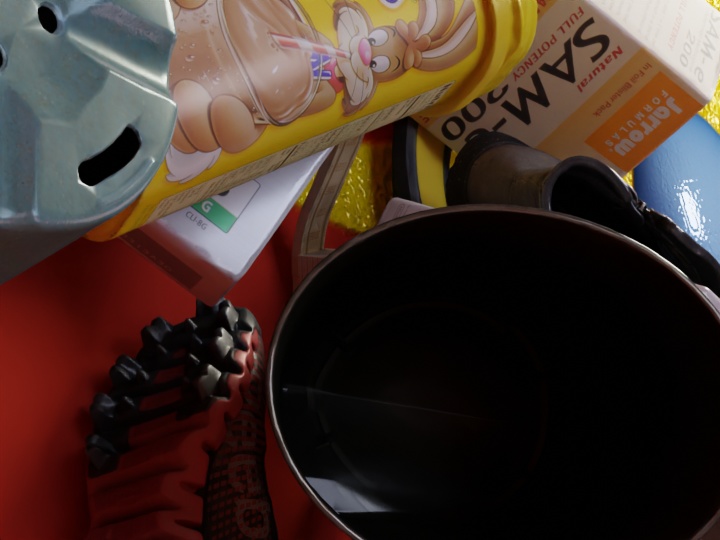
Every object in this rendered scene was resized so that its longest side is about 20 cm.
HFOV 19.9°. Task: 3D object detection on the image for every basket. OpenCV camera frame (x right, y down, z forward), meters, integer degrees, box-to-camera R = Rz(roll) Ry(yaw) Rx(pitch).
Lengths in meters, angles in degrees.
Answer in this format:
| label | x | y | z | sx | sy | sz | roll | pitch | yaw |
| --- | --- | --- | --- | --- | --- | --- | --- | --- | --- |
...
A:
| label | x | y | z | sx | sy | sz | roll | pitch | yaw |
| --- | --- | --- | --- | --- | --- | --- | --- | --- | --- |
| basket | 0.038 | 0.054 | 0.818 | 0.179 | 0.200 | 0.137 | 9 | 84 | -9 |

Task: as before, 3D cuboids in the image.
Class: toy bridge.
| label | x | y | z | sx | sy | sz | roll | pitch | yaw |
| --- | --- | --- | --- | --- | --- | --- | --- | --- | --- |
| toy bridge | 0.000 | 0.000 | 0.964 | 0.027 | 0.067 | 0.202 | -15 | 106 | -54 |

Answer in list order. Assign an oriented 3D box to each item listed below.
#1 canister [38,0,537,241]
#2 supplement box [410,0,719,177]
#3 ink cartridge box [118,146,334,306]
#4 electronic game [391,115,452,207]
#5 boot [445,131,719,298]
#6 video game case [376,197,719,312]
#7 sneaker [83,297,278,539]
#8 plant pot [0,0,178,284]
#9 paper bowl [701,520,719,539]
| label | x | y | z | sx | sy | sz | roll | pitch | yaw |
| --- | --- | --- | --- | --- | --- | --- | --- | --- | --- |
| canister | -0.048 | -0.107 | 0.781 | 0.199 | 0.087 | 0.149 | -25 | 77 | -38 |
| supplement box | 0.070 | -0.129 | 1.039 | 0.199 | 0.126 | 0.074 | 36 | 42 | -12 |
| ink cartridge box | -0.066 | -0.112 | 0.844 | 0.160 | 0.050 | 0.201 | 37 | 68 | -7 |
| electronic game | 0.083 | -0.025 | 1.123 | 0.199 | 0.041 | 0.202 | 30 | 50 | -43 |
| boot | 0.136 | 0.009 | 0.962 | 0.199 | 0.132 | 0.070 | 29 | 89 | -24 |
| video game case | 0.126 | 0.037 | 0.921 | 0.200 | 0.182 | 0.022 | 37 | 77 | -43 |
| sneaker | -0.067 | 0.103 | 0.828 | 0.098 | 0.070 | 0.202 | 51 | 34 | -36 |
| plant pot | -0.175 | -0.055 | 0.649 | 0.200 | 0.195 | 0.202 | 29 | 51 | -42 |
| paper bowl | 0.159 | 0.170 | 0.986 | 0.104 | 0.200 | 0.202 | 45 | 41 | -25 |
